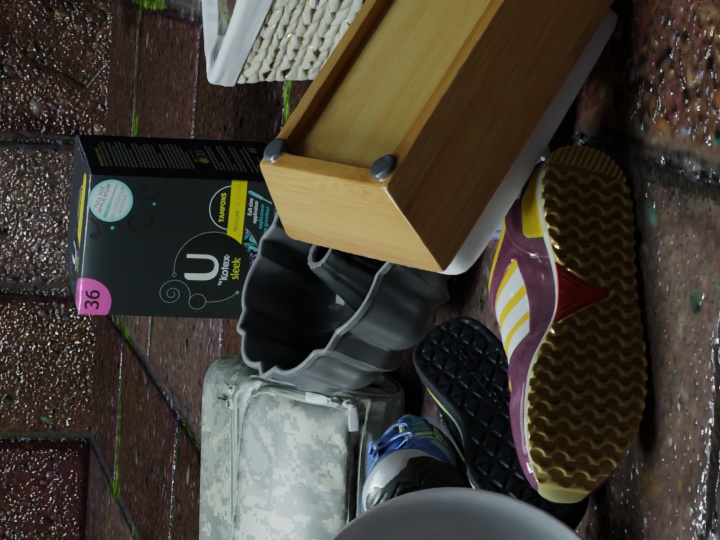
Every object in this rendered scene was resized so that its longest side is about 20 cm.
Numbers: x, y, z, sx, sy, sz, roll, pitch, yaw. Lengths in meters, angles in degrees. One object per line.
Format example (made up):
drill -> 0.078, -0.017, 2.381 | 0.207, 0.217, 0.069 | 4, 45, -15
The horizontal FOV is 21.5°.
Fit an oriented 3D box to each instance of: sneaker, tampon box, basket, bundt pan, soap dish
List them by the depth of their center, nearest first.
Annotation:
sneaker -> 0.112, 0.035, 1.065 | 0.090, 0.075, 0.201 | 138, 140, -66
soap dish -> 0.041, -0.101, 1.094 | 0.157, 0.081, 0.200 | 15, 68, 54
sneaker -> 0.096, 0.105, 1.163 | 0.083, 0.072, 0.200 | 61, -178, -39
sneaker -> 0.028, 0.133, 1.187 | 0.077, 0.076, 0.200 | 53, -179, 16
bundt pan -> 0.000, 0.000, 1.359 | 0.202, 0.076, 0.202 | -39, 35, 35
basket -> -0.057, -0.256, 1.601 | 0.200, 0.123, 0.136 | 121, 146, -62
tampon box -> -0.186, -0.044, 1.901 | 0.126, 0.199, 0.151 | -122, 36, -63

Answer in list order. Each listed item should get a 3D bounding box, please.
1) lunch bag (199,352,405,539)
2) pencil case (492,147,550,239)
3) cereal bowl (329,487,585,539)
lunch bag -> -0.035, 0.162, 1.476 | 0.168, 0.139, 0.201 | 16, 105, 57
pencil case -> 0.065, -0.110, 1.218 | 0.200, 0.083, 0.091 | -105, 19, -47
cereal bowl -> 0.053, 0.224, 1.037 | 0.083, 0.199, 0.201 | 99, 167, -70
